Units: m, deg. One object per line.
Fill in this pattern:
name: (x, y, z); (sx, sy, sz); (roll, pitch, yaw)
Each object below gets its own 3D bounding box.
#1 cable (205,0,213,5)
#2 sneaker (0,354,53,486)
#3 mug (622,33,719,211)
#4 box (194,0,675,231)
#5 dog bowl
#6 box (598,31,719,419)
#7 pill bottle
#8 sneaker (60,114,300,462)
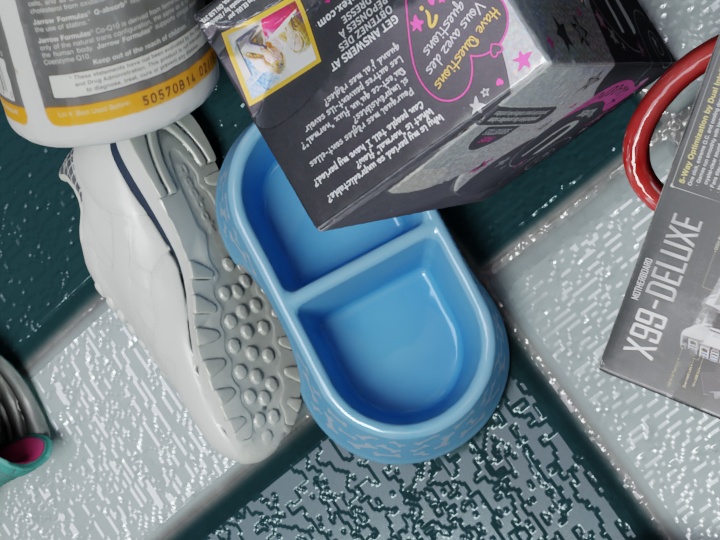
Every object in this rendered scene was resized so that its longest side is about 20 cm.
cable: (-0.053, -0.196, 0.947); (0.199, 0.050, 0.098); (-31, 88, 23)
sneaker: (-0.232, 0.126, 1.047); (0.120, 0.083, 0.202); (-3, 92, 34)
mug: (0.225, -0.043, 0.780); (0.201, 0.177, 0.134); (-53, 31, 15)
box: (0.043, -0.104, 0.831); (0.132, 0.200, 0.115); (-34, 82, 23)
dog bowl: (0.000, 0.000, 0.919); (0.111, 0.050, 0.201); (-27, 82, -3)
box: (0.201, -0.024, 0.713); (0.157, 0.050, 0.202); (20, 93, 25)
pill bottle: (-0.144, -0.172, 0.903); (0.115, 0.116, 0.202); (2, 119, 24)
sneaker: (-0.097, 0.012, 0.977); (0.080, 0.076, 0.202); (-28, 78, 34)
